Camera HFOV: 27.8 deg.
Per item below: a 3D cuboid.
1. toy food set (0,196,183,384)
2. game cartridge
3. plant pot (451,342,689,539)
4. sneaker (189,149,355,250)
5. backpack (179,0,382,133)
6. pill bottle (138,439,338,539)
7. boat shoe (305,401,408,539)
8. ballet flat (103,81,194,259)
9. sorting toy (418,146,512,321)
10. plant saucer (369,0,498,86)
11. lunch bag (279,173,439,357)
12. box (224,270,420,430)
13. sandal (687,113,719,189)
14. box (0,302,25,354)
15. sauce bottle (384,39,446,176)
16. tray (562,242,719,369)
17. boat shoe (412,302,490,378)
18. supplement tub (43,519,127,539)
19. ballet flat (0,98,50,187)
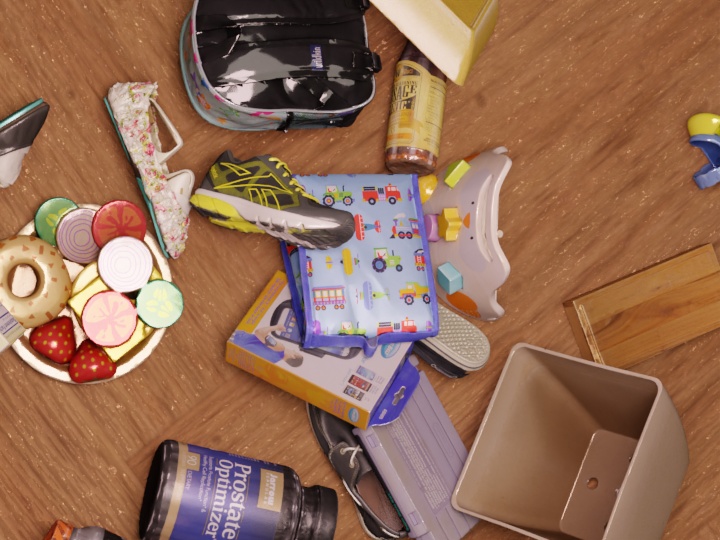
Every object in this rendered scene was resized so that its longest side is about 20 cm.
[{"bbox_3d":[-0.295,0.020,1.565,0.197,0.049,0.201,-40,96,-15],"label":"toy food set"},{"bbox_3d":[0.065,0.208,1.625,0.129,0.038,0.202,-30,92,-46],"label":"game cartridge"},{"bbox_3d":[0.254,0.223,1.621,0.177,0.199,0.202,36,73,-46],"label":"plant pot"},{"bbox_3d":[-0.090,-0.081,1.536,0.198,0.074,0.086,14,78,26],"label":"sneaker"},{"bbox_3d":[-0.099,-0.237,1.589,0.198,0.150,0.180,-5,80,-24],"label":"backpack"},{"bbox_3d":[-0.130,0.255,1.559,0.198,0.112,0.113,14,82,-14],"label":"pill bottle"},{"bbox_3d":[0.003,0.208,1.625,0.071,0.068,0.202,-26,91,-14],"label":"boat shoe"},{"bbox_3d":[-0.218,-0.115,1.583,0.063,0.076,0.202,-21,92,1],"label":"ballet flat"},{"bbox_3d":[0.131,-0.051,1.623,0.105,0.180,0.203,3,84,-15],"label":"sorting toy"},{"bbox_3d":[0.077,-0.324,1.636,0.200,0.048,0.200,43,33,-9],"label":"plant saucer"},{"bbox_3d":[0.000,0.000,1.587,0.149,0.094,0.202,-1,58,-16],"label":"lunch bag"},{"bbox_3d":[-0.033,0.089,1.577,0.198,0.042,0.119,24,50,12],"label":"box"},{"bbox_3d":[0.484,-0.122,1.788,0.198,0.079,0.088,18,84,-5],"label":"sandal"},{"bbox_3d":[-0.473,0.051,1.465,0.176,0.097,0.200,-42,96,2],"label":"box"},{"bbox_3d":[0.068,-0.212,1.679,0.065,0.066,0.203,10,74,-15],"label":"sauce bottle"},{"bbox_3d":[0.351,0.048,1.752,0.198,0.037,0.100,-21,91,-16],"label":"tray"},{"bbox_3d":[0.057,0.053,1.654,0.199,0.062,0.075,37,55,5],"label":"boat shoe"},{"bbox_3d":[-0.250,0.347,1.512,0.199,0.122,0.124,29,78,-12],"label":"supplement tub"},{"bbox_3d":[-0.409,-0.110,1.541,0.198,0.068,0.069,-27,103,-6],"label":"ballet flat"}]
